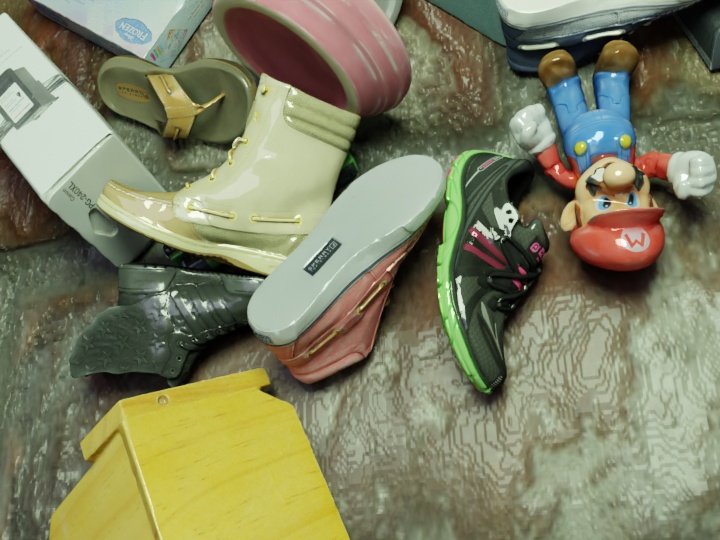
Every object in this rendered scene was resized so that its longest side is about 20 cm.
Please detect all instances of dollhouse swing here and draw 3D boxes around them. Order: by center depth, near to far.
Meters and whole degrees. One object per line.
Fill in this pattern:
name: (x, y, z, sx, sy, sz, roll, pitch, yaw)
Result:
dollhouse swing: (-0.134, 0.224, 0.698, 0.179, 0.177, 0.202, -9, 58, -33)

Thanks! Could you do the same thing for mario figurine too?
mario figurine: (0.193, -0.096, 0.679, 0.122, 0.105, 0.204, -30, 51, 38)

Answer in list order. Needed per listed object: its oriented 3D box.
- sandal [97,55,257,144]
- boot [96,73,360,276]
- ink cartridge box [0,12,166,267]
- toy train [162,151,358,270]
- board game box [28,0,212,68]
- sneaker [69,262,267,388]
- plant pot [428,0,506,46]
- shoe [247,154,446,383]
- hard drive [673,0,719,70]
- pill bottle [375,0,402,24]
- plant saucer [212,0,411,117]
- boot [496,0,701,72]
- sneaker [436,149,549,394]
sandal: (-0.181, -0.159, 0.830, 0.196, 0.082, 0.054, 13, 33, 25)
boot: (-0.108, -0.088, 0.731, 0.196, 0.073, 0.159, 16, 97, -1)
ink cartridge box: (-0.271, -0.116, 0.808, 0.083, 0.146, 0.200, -43, 63, -6)
toy train: (-0.089, -0.059, 0.791, 0.198, 0.042, 0.057, -35, 75, 2)
board game box: (-0.232, -0.330, 0.936, 0.198, 0.043, 0.201, 30, 80, 24)
sneaker: (-0.147, 0.051, 0.755, 0.195, 0.060, 0.107, 6, 91, 2)
plant pot: (0.105, -0.366, 0.761, 0.195, 0.200, 0.197, 37, 82, 26)
shoe: (0.000, 0.000, 0.714, 0.200, 0.092, 0.071, -45, 52, -12)
hard drive: (0.355, -0.266, 0.733, 0.197, 0.042, 0.137, -26, 64, 6)
pill bottle: (-0.061, -0.285, 0.828, 0.198, 0.113, 0.113, 33, 81, 25)
plant saucer: (-0.051, -0.193, 0.739, 0.198, 0.201, 0.051, 29, 75, 24)
boot: (0.214, -0.224, 0.736, 0.195, 0.091, 0.074, -6, 65, 12)
sneaker: (0.106, -0.006, 0.690, 0.082, 0.077, 0.205, -3, 70, 20)
